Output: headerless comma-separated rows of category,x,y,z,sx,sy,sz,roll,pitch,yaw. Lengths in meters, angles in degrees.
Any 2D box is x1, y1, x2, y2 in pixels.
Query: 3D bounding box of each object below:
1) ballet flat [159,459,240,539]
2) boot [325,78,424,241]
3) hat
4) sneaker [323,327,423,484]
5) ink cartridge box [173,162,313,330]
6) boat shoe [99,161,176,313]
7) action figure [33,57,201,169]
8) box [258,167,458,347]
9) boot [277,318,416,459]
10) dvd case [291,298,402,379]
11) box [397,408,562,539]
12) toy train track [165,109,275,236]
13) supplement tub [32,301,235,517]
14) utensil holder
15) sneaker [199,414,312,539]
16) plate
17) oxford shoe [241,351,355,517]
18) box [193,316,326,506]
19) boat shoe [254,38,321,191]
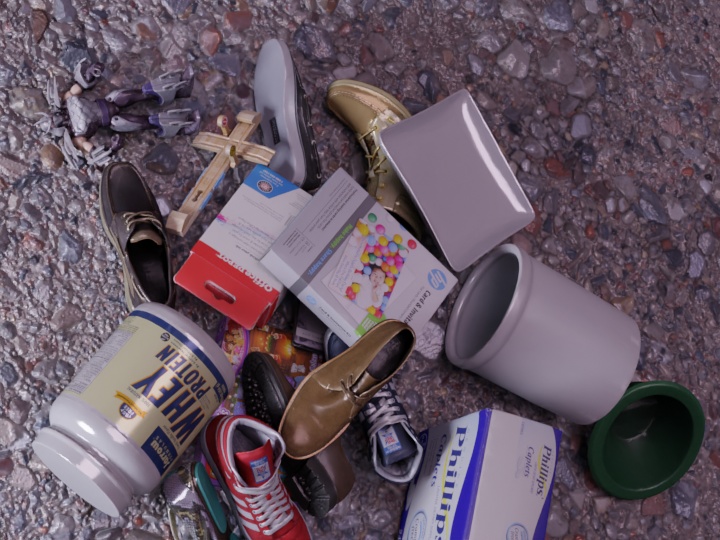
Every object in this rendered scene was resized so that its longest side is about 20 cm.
ballet flat,-0.168,0.308,1.387,0.072,0.072,0.202,-34,107,-29
boot,0.020,-0.140,1.595,0.199,0.073,0.157,36,57,-18
hat,0.365,0.185,1.697,0.164,0.176,0.202,20,105,-20
sneaker,0.018,0.160,1.456,0.069,0.109,0.202,-24,110,-1
ink cartridge box,-0.130,-0.017,1.474,0.115,0.067,0.201,32,58,4
boat shoe,-0.253,-0.038,1.444,0.074,0.073,0.203,-15,82,-27
action figure,-0.294,-0.192,1.475,0.197,0.069,0.132,-13,85,-24
box,0.000,0.000,1.457,0.200,0.041,0.156,44,56,-6
boot,-0.016,0.130,1.361,0.200,0.075,0.074,-45,96,-7
dvd case,-0.007,0.025,1.549,0.147,0.016,0.203,19,56,-19
box,0.135,0.276,1.459,0.104,0.200,0.187,20,68,-17
toy train track,-0.178,-0.127,1.486,0.113,0.033,0.201,15,57,23
supplement tub,-0.248,0.152,1.349,0.145,0.145,0.201,42,65,-8
utensil holder,0.235,0.084,1.582,0.198,0.170,0.172,27,66,-18
sneaker,-0.104,0.247,1.364,0.071,0.112,0.201,-34,93,-25
plate,0.122,-0.116,1.593,0.199,0.032,0.202,-32,93,-44
oxford shoe,-0.072,0.179,1.431,0.084,0.072,0.202,-29,91,-45
box,-0.118,0.168,1.466,0.135,0.039,0.203,15,69,-20
boat shoe,-0.091,-0.196,1.576,0.056,0.068,0.203,3,75,-43
